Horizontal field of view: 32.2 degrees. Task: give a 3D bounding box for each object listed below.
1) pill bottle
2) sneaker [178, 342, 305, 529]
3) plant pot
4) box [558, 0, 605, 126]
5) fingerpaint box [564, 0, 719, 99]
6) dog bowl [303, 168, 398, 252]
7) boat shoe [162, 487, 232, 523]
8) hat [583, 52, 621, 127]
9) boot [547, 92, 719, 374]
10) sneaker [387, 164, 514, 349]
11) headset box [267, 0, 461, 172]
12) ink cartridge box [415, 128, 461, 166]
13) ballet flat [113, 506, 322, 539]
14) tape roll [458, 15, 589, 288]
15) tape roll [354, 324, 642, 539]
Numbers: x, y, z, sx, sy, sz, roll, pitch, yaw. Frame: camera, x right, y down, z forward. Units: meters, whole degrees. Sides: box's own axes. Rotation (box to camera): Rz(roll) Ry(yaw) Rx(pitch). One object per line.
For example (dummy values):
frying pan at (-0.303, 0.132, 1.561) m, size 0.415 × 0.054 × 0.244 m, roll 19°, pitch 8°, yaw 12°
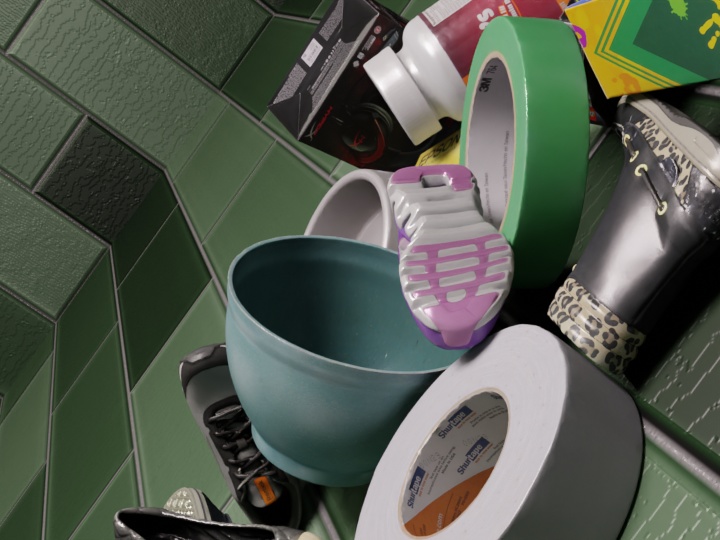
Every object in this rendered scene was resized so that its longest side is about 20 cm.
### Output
pill bottle at (0.109, -0.210, 1.164) m, size 0.199 × 0.110 × 0.110 m, roll -34°, pitch 20°, yaw 4°
sneaker at (-0.090, 0.142, 1.035) m, size 0.073 × 0.201 × 0.080 m, roll -21°, pitch 33°, yaw 2°
plant pot at (-0.015, 0.079, 0.962) m, size 0.201 × 0.198 × 0.136 m, roll -93°, pitch 15°, yaw -63°
box at (0.215, -0.227, 1.003) m, size 0.034 × 0.111 × 0.201 m, roll 16°, pitch 60°, yaw 24°
fingerpaint box at (0.257, -0.191, 0.784) m, size 0.199 × 0.074 × 0.167 m, roll -34°, pitch 13°, yaw -16°
dog bowl at (0.000, 0.000, 1.137) m, size 0.200 × 0.058 × 0.202 m, roll -41°, pitch 40°, yaw 47°
boat shoe at (-0.127, 0.271, 1.072) m, size 0.075 × 0.062 × 0.201 m, roll -44°, pitch 35°, yaw 15°
hat at (0.237, -0.199, 0.927) m, size 0.201 × 0.080 × 0.203 m, roll -46°, pitch -35°, yaw -47°
boot at (0.175, -0.031, 0.821) m, size 0.154 × 0.073 × 0.204 m, roll -54°, pitch 16°, yaw 12°
sneaker at (0.064, 0.003, 0.902) m, size 0.201 × 0.079 × 0.089 m, roll -97°, pitch 4°, yaw -58°
headset box at (0.028, -0.178, 1.276) m, size 0.149 × 0.199 × 0.075 m, roll -55°, pitch 46°, yaw 15°
ink cartridge box at (0.107, -0.100, 1.164) m, size 0.197 × 0.047 × 0.202 m, roll -30°, pitch 33°, yaw 55°
ballet flat at (-0.116, 0.227, 1.004) m, size 0.198 × 0.057 × 0.067 m, roll -2°, pitch 43°, yaw 24°
tape roll at (0.118, -0.088, 0.939) m, size 0.200 × 0.048 × 0.203 m, roll -178°, pitch 90°, yaw -80°
tape roll at (0.080, 0.135, 0.774) m, size 0.200 × 0.066 × 0.201 m, roll -47°, pitch 19°, yaw 21°
